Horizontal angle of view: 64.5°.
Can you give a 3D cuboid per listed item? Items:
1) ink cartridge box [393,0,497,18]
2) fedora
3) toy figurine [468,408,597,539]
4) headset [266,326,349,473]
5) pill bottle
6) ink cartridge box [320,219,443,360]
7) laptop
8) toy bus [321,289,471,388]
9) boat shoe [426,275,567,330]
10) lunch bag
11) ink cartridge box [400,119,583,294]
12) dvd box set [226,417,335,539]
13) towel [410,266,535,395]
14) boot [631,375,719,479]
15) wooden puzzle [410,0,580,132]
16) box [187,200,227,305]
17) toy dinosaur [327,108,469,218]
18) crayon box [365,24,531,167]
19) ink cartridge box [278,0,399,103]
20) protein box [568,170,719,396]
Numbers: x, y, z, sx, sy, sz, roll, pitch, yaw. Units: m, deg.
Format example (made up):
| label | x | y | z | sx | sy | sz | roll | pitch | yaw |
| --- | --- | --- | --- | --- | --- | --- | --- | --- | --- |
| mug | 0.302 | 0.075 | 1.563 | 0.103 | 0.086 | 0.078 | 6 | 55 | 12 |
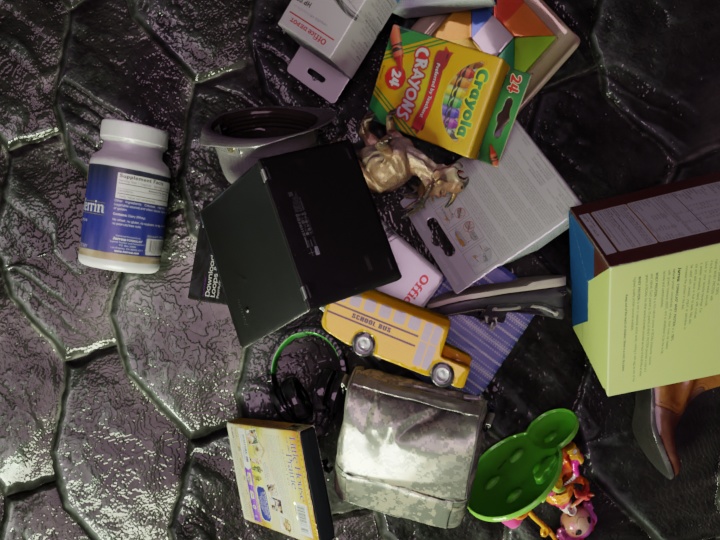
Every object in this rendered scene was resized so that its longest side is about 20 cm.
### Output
| label | x | y | z | sx | sy | sz | roll | pitch | yaw |
| --- | --- | --- | --- | --- | --- | --- | --- | --- | --- |
| ink cartridge box | 0.103 | -0.461 | 0.789 | 0.194 | 0.040 | 0.207 | 8 | 91 | 30 |
| fedora | -0.125 | -0.165 | 0.791 | 0.193 | 0.178 | 0.093 | 7 | 122 | 20 |
| toy figurine | 0.266 | 0.329 | 0.785 | 0.199 | 0.149 | 0.187 | -39 | 102 | -18 |
| headset | -0.072 | 0.183 | 0.816 | 0.119 | 0.094 | 0.207 | -13 | 80 | 7 |
| pill bottle | -0.337 | -0.106 | 0.827 | 0.111 | 0.116 | 0.208 | 8 | 92 | 6 |
| ink cartridge box | 0.000 | 0.000 | 0.806 | 0.199 | 0.086 | 0.148 | 40 | 96 | 2 |
| laptop | -0.081 | -0.035 | 0.718 | 0.194 | 0.116 | 0.193 | -17 | 79 | -22 |
| toy bus | 0.049 | 0.080 | 0.731 | 0.194 | 0.065 | 0.081 | 20 | 93 | 5 |
| boat shoe | 0.187 | 0.051 | 0.774 | 0.193 | 0.073 | 0.065 | -9 | 95 | -2 |
| lunch bag | 0.066 | 0.218 | 0.747 | 0.193 | 0.141 | 0.172 | 12 | 129 | 12 |
| ink cartridge box | 0.176 | -0.085 | 0.780 | 0.198 | 0.057 | 0.165 | -36 | 66 | 11 |
| dvd box set | -0.117 | 0.286 | 0.794 | 0.197 | 0.029 | 0.152 | -13 | 89 | 49 |
| towel | 0.154 | 0.081 | 0.826 | 0.143 | 0.024 | 0.203 | 34 | 96 | 0 |
| boot | 0.467 | 0.165 | 0.784 | 0.194 | 0.069 | 0.194 | -18 | 82 | -1 |
| wooden puzzle | 0.181 | -0.323 | 0.802 | 0.200 | 0.037 | 0.185 | 45 | 96 | 4 |
| box | -0.152 | -0.021 | 0.784 | 0.195 | 0.036 | 0.149 | 4 | 83 | 34 |
| toy dinosaur | 0.036 | -0.135 | 0.778 | 0.086 | 0.196 | 0.138 | -48 | 126 | -30 |
| crayon box | 0.114 | -0.235 | 0.767 | 0.196 | 0.050 | 0.131 | 25 | 106 | 22 |
| ink cartridge box | -0.032 | -0.354 | 0.788 | 0.115 | 0.066 | 0.203 | 38 | 99 | 25 |
| protein box | 0.376 | 0.017 | 0.700 | 0.193 | 0.137 | 0.203 | -12 | 124 | 6 |
